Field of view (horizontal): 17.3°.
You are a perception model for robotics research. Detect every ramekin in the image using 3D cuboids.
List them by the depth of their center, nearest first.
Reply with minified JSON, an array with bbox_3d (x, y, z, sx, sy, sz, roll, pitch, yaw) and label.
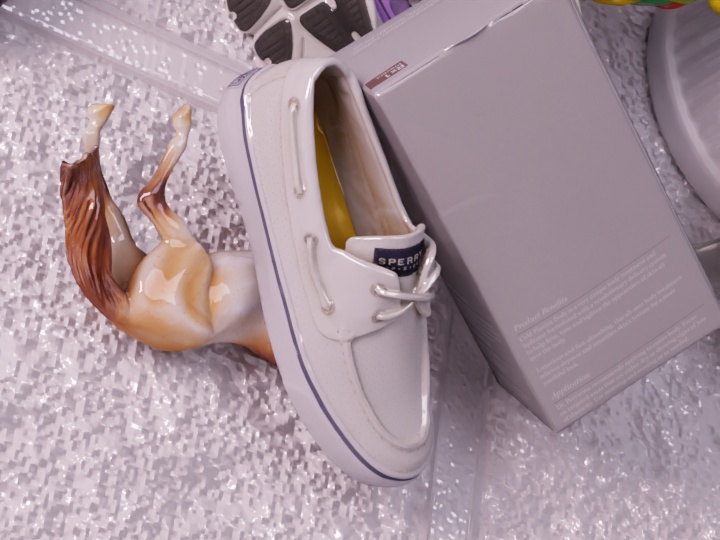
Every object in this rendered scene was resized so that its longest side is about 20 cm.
[{"bbox_3d":[0.271,-0.110,1.333,0.200,0.105,0.200,16,60,-29],"label":"ramekin"}]

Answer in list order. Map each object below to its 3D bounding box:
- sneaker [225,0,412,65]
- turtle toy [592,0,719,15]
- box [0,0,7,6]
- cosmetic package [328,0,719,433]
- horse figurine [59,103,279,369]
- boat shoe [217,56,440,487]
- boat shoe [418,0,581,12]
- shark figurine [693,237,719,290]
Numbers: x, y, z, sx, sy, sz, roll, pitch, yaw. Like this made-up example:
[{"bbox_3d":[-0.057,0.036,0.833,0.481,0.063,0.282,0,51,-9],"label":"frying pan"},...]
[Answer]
[{"bbox_3d":[0.002,-0.118,1.184,0.200,0.081,0.083,58,35,-10],"label":"sneaker"},{"bbox_3d":[0.161,-0.191,1.205,0.200,0.101,0.146,4,78,-28],"label":"turtle toy"},{"bbox_3d":[-0.203,-0.224,1.095,0.200,0.048,0.158,47,49,-6],"label":"box"},{"bbox_3d":[0.079,-0.037,1.112,0.107,0.090,0.200,-30,111,-8],"label":"cosmetic package"},{"bbox_3d":[-0.065,-0.007,1.076,0.200,0.050,0.133,5,83,-42],"label":"horse figurine"},{"bbox_3d":[0.000,0.000,1.055,0.071,0.070,0.200,-19,94,-46],"label":"boat shoe"},{"bbox_3d":[0.057,-0.156,1.165,0.072,0.068,0.200,-25,94,-1],"label":"boat shoe"},{"bbox_3d":[0.242,0.040,1.243,0.128,0.090,0.215,-29,106,-5],"label":"shark figurine"}]
